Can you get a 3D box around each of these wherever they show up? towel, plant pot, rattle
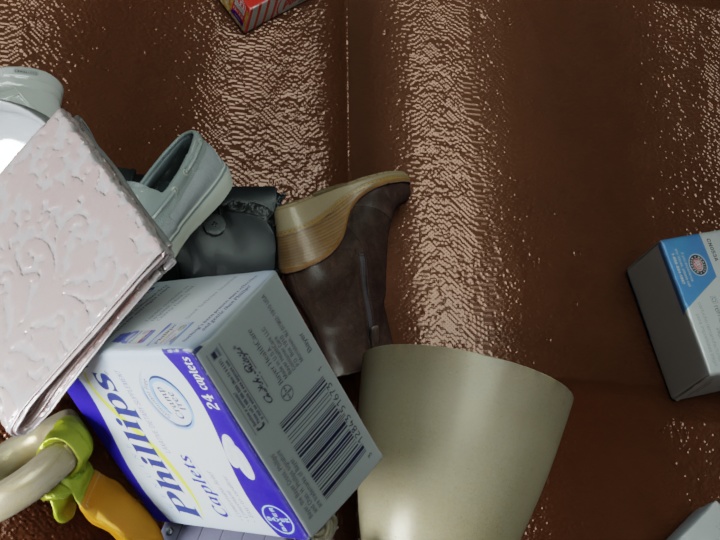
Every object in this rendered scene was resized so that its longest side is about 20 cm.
[{"bbox_3d":[-0.246,-0.004,0.982,0.191,0.032,0.200,-47,53,10],"label":"towel"},{"bbox_3d":[0.073,0.187,1.070,0.187,0.187,0.200,15,72,-8],"label":"plant pot"},{"bbox_3d":[-0.287,0.213,1.025,0.200,0.130,0.143,-36,124,-12],"label":"rattle"}]

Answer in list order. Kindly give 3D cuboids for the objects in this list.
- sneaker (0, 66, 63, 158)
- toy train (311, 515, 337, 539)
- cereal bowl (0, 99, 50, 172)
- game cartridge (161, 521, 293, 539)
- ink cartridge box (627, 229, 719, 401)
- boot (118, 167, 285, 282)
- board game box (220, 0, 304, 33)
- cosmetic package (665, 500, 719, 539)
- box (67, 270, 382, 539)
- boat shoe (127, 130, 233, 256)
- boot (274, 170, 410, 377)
[{"bbox_3d":[-0.369,-0.137,1.143,0.200,0.075,0.100,-3,67,-15],"label":"sneaker"},{"bbox_3d":[-0.029,0.245,1.040,0.085,0.116,0.200,12,65,-16],"label":"toy train"},{"bbox_3d":[-0.309,-0.047,1.092,0.200,0.083,0.200,0,91,14],"label":"cereal bowl"},{"bbox_3d":[-0.137,0.296,1.002,0.129,0.038,0.200,1,57,34],"label":"game cartridge"},{"bbox_3d":[0.391,0.034,1.262,0.200,0.084,0.145,-9,70,-18],"label":"ink cartridge box"},{"bbox_3d":[-0.153,0.000,1.139,0.168,0.076,0.200,8,59,-7],"label":"boot"},{"bbox_3d":[-0.116,-0.365,1.323,0.151,0.046,0.200,-33,79,-24],"label":"board game box"},{"bbox_3d":[0.333,0.334,1.136,0.151,0.052,0.200,-36,80,-23],"label":"cosmetic package"},{"bbox_3d":[-0.117,0.106,0.993,0.105,0.200,0.184,-45,116,-37],"label":"box"},{"bbox_3d":[-0.183,-0.045,1.060,0.072,0.070,0.201,58,45,-26],"label":"boat shoe"},{"bbox_3d":[0.000,0.000,1.189,0.200,0.072,0.167,-25,100,-50],"label":"boot"}]
